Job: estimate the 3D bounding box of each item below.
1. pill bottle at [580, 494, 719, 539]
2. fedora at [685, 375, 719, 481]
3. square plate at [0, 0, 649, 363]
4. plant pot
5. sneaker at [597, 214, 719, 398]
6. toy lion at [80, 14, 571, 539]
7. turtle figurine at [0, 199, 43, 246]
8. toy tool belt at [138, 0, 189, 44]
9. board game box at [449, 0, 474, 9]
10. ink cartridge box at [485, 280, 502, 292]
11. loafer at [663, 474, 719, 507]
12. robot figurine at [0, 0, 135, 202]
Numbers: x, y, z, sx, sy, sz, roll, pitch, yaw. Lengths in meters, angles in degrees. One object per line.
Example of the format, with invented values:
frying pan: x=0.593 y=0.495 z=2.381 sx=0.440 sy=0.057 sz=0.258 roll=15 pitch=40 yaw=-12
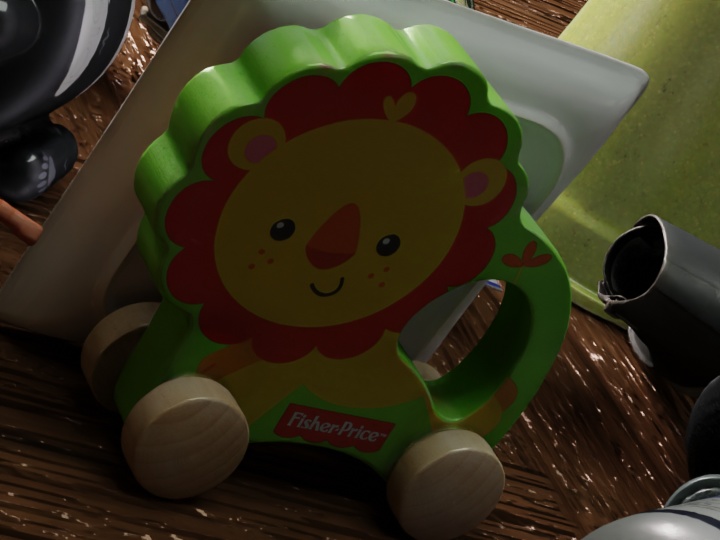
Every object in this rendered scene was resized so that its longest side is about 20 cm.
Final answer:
pill bottle: x=0.131 y=0.138 z=0.786 sx=0.200 sy=0.116 sz=0.116 roll=-4 pitch=40 yaw=-47
fedora: x=0.242 y=0.089 z=0.938 sx=0.200 sy=0.201 sz=0.092 roll=34 pitch=60 yaw=8
square plate: x=-0.012 y=-0.023 z=0.850 sx=0.200 sy=0.198 sz=0.028 roll=15 pitch=36 yaw=-35
plant pot: x=0.174 y=-0.089 z=1.237 sx=0.200 sy=0.185 sz=0.201 roll=26 pitch=22 yaw=-11
sneaker: x=0.155 y=0.010 z=1.078 sx=0.106 sy=0.075 sz=0.200 roll=32 pitch=-4 yaw=-13
toy lion: x=0.000 y=0.000 z=0.817 sx=0.200 sy=0.192 sz=0.069 roll=15 pitch=28 yaw=-35
turtle figurine: x=-0.224 y=-0.044 z=0.800 sx=0.199 sy=0.065 sz=0.161 roll=10 pitch=22 yaw=-25
toy tool belt: x=-0.039 y=-0.182 z=1.075 sx=0.125 sy=0.200 sz=0.123 roll=58 pitch=25 yaw=11
board game box: x=0.032 y=-0.148 z=1.228 sx=0.105 sy=0.023 sz=0.200 roll=46 pitch=30 yaw=-41
ink cartridge box: x=-0.005 y=-0.046 z=1.118 sx=0.094 sy=0.037 sz=0.200 roll=18 pitch=23 yaw=-30
loafer: x=0.203 y=0.165 z=0.912 sx=0.200 sy=0.072 sz=0.063 roll=44 pitch=7 yaw=15
robot figurine: x=-0.165 y=-0.119 z=0.932 sx=0.124 sy=0.151 sz=0.200 roll=21 pitch=10 yaw=1
